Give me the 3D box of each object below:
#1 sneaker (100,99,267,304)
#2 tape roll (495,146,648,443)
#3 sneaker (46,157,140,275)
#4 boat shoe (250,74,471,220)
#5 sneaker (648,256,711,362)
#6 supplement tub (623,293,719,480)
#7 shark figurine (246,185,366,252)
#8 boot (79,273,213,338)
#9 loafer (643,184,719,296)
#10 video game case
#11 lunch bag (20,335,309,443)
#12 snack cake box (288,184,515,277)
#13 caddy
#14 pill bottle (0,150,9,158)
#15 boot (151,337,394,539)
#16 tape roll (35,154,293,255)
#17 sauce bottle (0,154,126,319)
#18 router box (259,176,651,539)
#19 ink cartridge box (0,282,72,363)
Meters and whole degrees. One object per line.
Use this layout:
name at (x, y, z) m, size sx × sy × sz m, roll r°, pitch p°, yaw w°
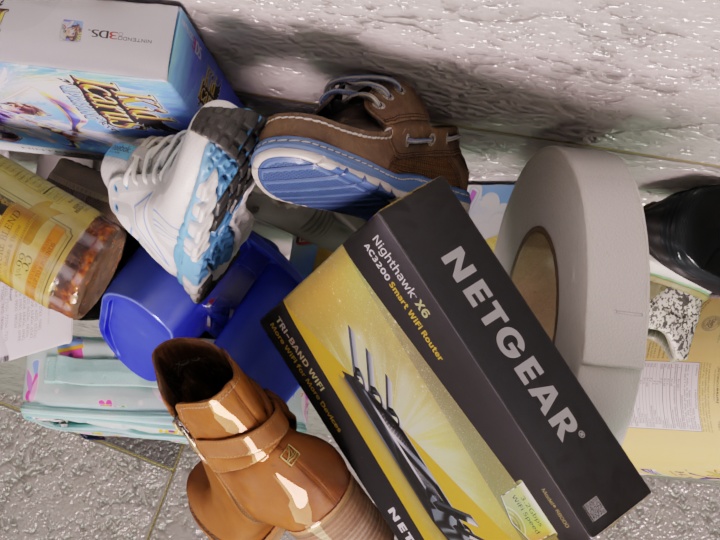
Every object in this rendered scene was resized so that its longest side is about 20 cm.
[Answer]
sneaker at (-0.105, -0.047, 1.094) m, size 0.086 × 0.075 × 0.200 m, roll 34°, pitch 157°, yaw 4°
tape roll at (0.115, 0.030, 1.145) m, size 0.037 × 0.205 × 0.203 m, roll 6°, pitch 171°, yaw -11°
sneaker at (-0.179, -0.021, 1.271) m, size 0.070 × 0.076 × 0.200 m, roll 23°, pitch 174°, yaw 4°
boat shoe at (0.001, -0.069, 1.095) m, size 0.072 × 0.073 × 0.200 m, roll 0°, pitch 173°, yaw 25°
sneaker at (0.157, 0.020, 1.419) m, size 0.198 × 0.090 × 0.077 m, roll 9°, pitch 170°, yaw -1°
supplement tub at (0.264, 0.090, 1.559) m, size 0.199 × 0.147 × 0.145 m, roll 0°, pitch 167°, yaw 40°
shark figurine at (0.021, 0.006, 1.207) m, size 0.214 × 0.090 × 0.128 m, roll 37°, pitch -145°, yaw 17°
boot at (-0.114, 0.017, 1.493) m, size 0.202 × 0.074 × 0.153 m, roll 0°, pitch 172°, yaw 42°
loafer at (0.259, -0.006, 1.271) m, size 0.199 × 0.073 × 0.072 m, roll 26°, pitch 171°, yaw -30°
video game case at (-0.170, -0.106, 1.119) m, size 0.179 × 0.046 × 0.200 m, roll 6°, pitch 169°, yaw 8°
lunch bag at (-0.147, 0.089, 1.468) m, size 0.198 × 0.078 × 0.160 m, roll 0°, pitch 175°, yaw 22°
snack cake box at (0.048, 0.004, 1.347) m, size 0.198 × 0.116 × 0.067 m, roll 1°, pitch 167°, yaw 34°
caddy at (-0.086, 0.027, 1.281) m, size 0.141 × 0.105 × 0.200 m, roll 37°, pitch 161°, yaw 2°
pill bottle at (-0.341, -0.062, 1.306) m, size 0.198 × 0.115 × 0.113 m, roll 8°, pitch 170°, yaw 7°
boot at (-0.081, 0.105, 1.176) m, size 0.155 × 0.077 × 0.200 m, roll 49°, pitch 165°, yaw -27°
tape roll at (-0.137, -0.048, 1.437) m, size 0.201 × 0.037 × 0.203 m, roll 8°, pitch 171°, yaw 1°
sauce bottle at (-0.233, -0.044, 1.143) m, size 0.199 × 0.066 × 0.066 m, roll 28°, pitch 172°, yaw 6°
router box at (0.046, 0.072, 1.076) m, size 0.052 × 0.201 × 0.157 m, roll -29°, pitch 173°, yaw -35°
ink cartridge box at (-0.278, 0.017, 1.373) m, size 0.115 × 0.069 × 0.199 m, roll 21°, pitch -155°, yaw 37°
